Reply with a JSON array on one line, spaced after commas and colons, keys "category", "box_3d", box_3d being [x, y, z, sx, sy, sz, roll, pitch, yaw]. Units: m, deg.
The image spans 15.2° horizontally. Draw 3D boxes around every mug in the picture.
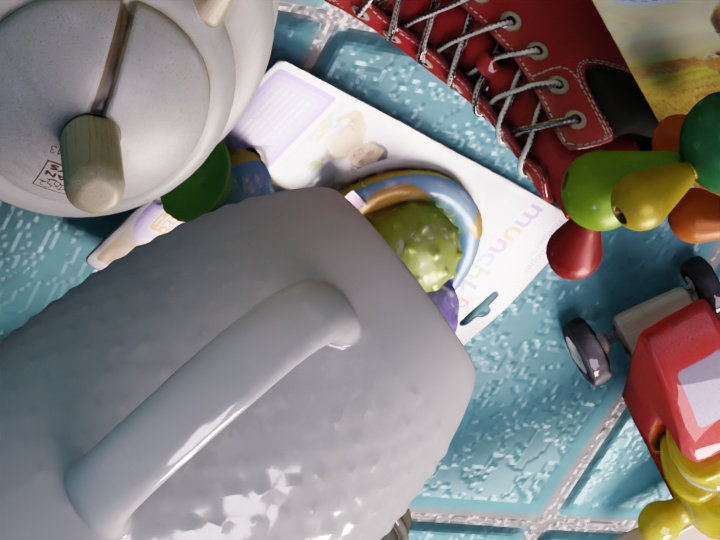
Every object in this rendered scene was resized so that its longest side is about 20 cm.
[{"category": "mug", "box_3d": [-0.052, 0.054, 0.957, 0.175, 0.148, 0.200, -38, 174, -5]}]

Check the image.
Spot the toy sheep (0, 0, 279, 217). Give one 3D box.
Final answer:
[{"category": "toy sheep", "box_3d": [-0.086, -0.086, 0.847, 0.137, 0.200, 0.138, -1, 126, -1]}]

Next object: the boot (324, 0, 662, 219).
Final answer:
[{"category": "boot", "box_3d": [0.028, -0.089, 0.939, 0.200, 0.145, 0.072, 15, 134, -34]}]

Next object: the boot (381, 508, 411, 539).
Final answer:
[{"category": "boot", "box_3d": [-0.054, 0.166, 1.105, 0.072, 0.201, 0.182, -16, 149, 37]}]

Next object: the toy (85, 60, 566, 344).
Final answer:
[{"category": "toy", "box_3d": [0.000, 0.000, 1.087, 0.115, 0.047, 0.200, -45, 136, 18]}]

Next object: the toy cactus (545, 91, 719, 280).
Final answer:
[{"category": "toy cactus", "box_3d": [0.160, -0.030, 0.862, 0.200, 0.102, 0.165, 15, 134, 15]}]

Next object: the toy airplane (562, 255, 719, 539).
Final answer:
[{"category": "toy airplane", "box_3d": [0.168, 0.106, 1.214, 0.199, 0.141, 0.200, 8, 125, -36]}]

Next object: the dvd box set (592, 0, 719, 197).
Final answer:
[{"category": "dvd box set", "box_3d": [0.152, -0.090, 0.879, 0.146, 0.029, 0.200, -8, 136, 29]}]
